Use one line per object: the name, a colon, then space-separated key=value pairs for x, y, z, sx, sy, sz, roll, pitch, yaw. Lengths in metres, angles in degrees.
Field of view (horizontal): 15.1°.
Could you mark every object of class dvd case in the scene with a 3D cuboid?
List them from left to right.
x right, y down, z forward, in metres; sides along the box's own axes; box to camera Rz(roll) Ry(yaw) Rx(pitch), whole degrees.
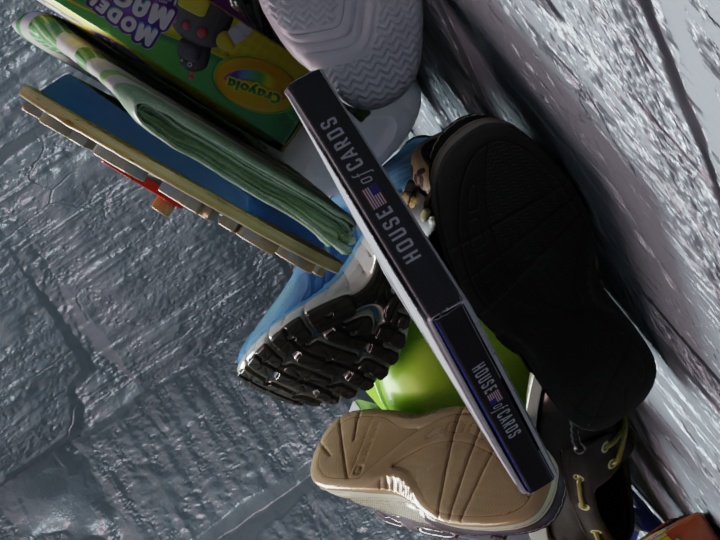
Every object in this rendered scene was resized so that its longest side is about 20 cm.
dvd case: x=0.031 y=0.009 z=1.304 sx=0.150 sy=0.025 sz=0.200 roll=59 pitch=179 yaw=31

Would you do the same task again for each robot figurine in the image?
robot figurine: x=0.056 y=0.048 z=1.704 sx=0.176 sy=0.116 sz=0.200 roll=62 pitch=175 yaw=-12

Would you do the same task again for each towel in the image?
towel: x=-0.094 y=-0.077 z=1.421 sx=0.152 sy=0.023 sz=0.200 roll=31 pitch=-175 yaw=-31

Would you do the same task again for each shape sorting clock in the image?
shape sorting clock: x=-0.099 y=-0.048 z=1.484 sx=0.200 sy=0.039 sz=0.200 roll=33 pitch=-177 yaw=-2

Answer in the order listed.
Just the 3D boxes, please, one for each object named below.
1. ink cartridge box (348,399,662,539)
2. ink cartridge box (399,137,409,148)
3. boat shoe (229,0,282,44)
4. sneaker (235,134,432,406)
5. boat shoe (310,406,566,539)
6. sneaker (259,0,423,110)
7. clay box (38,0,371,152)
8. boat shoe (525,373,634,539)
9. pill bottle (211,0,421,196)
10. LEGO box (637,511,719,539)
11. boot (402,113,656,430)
ink cartridge box: x=0.096 y=0.143 z=1.758 sx=0.200 sy=0.042 sz=0.119 roll=13 pitch=-163 yaw=-27
ink cartridge box: x=-0.066 y=-0.159 z=1.770 sx=0.200 sy=0.086 sz=0.146 roll=55 pitch=176 yaw=46
boat shoe: x=-0.035 y=-0.155 z=1.477 sx=0.200 sy=0.072 sz=0.072 roll=52 pitch=174 yaw=51
sneaker: x=0.000 y=0.000 z=1.626 sx=0.078 sy=0.200 sz=0.090 roll=32 pitch=-157 yaw=-32
boat shoe: x=0.054 y=0.123 z=1.597 sx=0.065 sy=0.072 sz=0.200 roll=33 pitch=160 yaw=-37
sneaker: x=-0.027 y=-0.163 z=1.338 sx=0.200 sy=0.075 sz=0.114 roll=62 pitch=178 yaw=9
clay box: x=-0.090 y=-0.118 z=1.413 sx=0.200 sy=0.048 sz=0.115 roll=33 pitch=180 yaw=-2
boat shoe: x=0.132 y=0.099 z=1.604 sx=0.061 sy=0.072 sz=0.201 roll=12 pitch=147 yaw=14
pill bottle: x=-0.059 y=-0.143 z=1.587 sx=0.200 sy=0.112 sz=0.112 roll=55 pitch=176 yaw=22
LEGO box: x=0.217 y=0.246 z=1.608 sx=0.200 sy=0.077 sz=0.149 roll=56 pitch=177 yaw=6
boot: x=0.065 y=-0.024 z=1.355 sx=0.200 sy=0.073 sz=0.151 roll=53 pitch=180 yaw=-39
